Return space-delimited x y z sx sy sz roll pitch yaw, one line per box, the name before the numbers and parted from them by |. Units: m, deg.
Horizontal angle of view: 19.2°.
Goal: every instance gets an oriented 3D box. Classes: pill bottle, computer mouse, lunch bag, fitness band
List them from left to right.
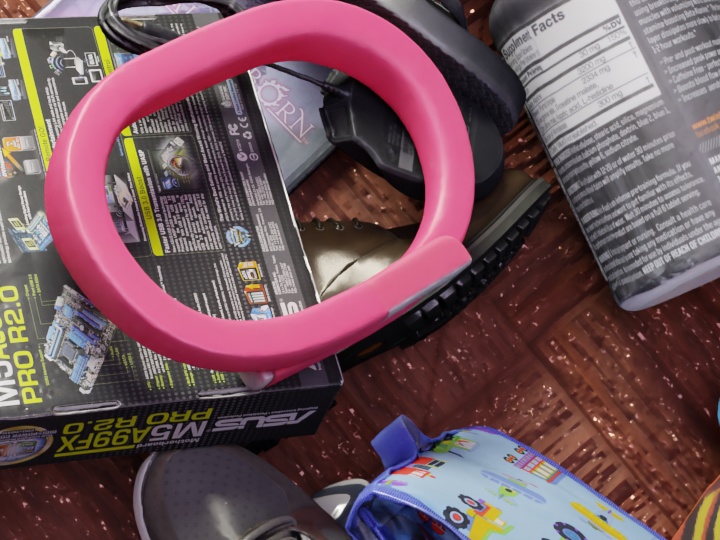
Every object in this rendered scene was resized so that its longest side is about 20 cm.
fitness band | -0.035 -0.035 0.877 0.200 0.037 0.144 -28 81 -35
computer mouse | -0.025 -0.076 0.941 0.200 0.034 0.059 22 57 -19
lunch bag | 0.081 0.136 0.899 0.200 0.151 0.094 46 109 8
pill bottle | 0.128 -0.091 0.998 0.106 0.106 0.200 -22 83 -15

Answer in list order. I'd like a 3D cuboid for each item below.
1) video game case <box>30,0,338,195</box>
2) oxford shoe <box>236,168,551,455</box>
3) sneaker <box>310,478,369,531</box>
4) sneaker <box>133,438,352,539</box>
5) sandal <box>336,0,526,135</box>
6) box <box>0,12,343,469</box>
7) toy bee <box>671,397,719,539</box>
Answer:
video game case | -0.094 -0.075 0.999 0.143 0.019 0.200 45 75 1
oxford shoe | 0.000 0.000 0.973 0.200 0.073 0.084 -32 77 -18
sneaker | -0.002 0.203 0.923 0.129 0.079 0.199 -31 85 -14
sneaker | -0.015 0.136 0.859 0.077 0.082 0.200 -35 75 -23
sandal | -0.002 -0.135 0.981 0.200 0.076 0.043 37 72 -1
box | -0.110 -0.018 0.905 0.160 0.044 0.200 -5 59 -22
toy bee | 0.218 0.072 0.967 0.131 0.109 0.200 6 99 -46
